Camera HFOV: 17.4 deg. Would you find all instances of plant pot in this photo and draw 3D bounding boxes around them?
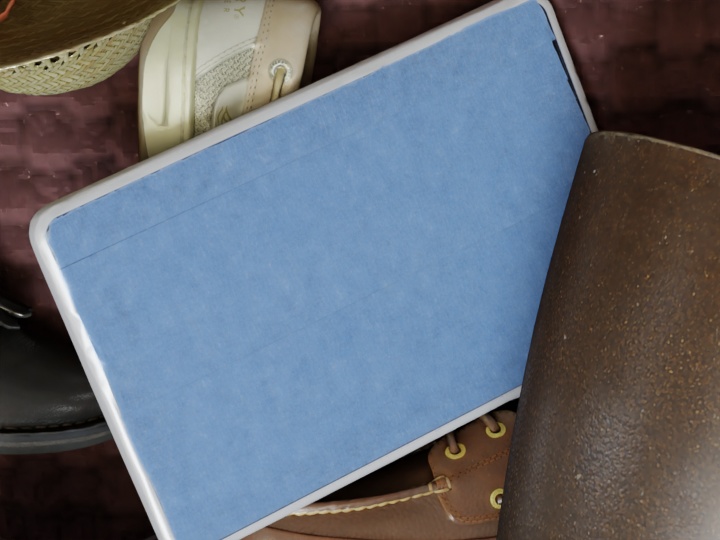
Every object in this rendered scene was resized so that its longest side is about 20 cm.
[{"bbox_3d":[0.117,0.084,0.748,0.187,0.187,0.200,24,88,-4],"label":"plant pot"}]

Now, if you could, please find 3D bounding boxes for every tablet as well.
[{"bbox_3d":[0.000,0.000,0.799,0.200,0.014,0.130,-26,103,-17],"label":"tablet"}]

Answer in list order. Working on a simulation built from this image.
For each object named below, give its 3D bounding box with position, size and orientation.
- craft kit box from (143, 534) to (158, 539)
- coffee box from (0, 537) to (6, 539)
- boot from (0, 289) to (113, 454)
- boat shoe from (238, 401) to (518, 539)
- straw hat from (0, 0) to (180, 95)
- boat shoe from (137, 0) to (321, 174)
[{"bbox_3d":[-0.102,0.219,0.893,0.197,0.049,0.200,-24,109,-15],"label":"craft kit box"},{"bbox_3d":[-0.084,0.184,0.825,0.200,0.080,0.114,31,89,-22],"label":"coffee box"},{"bbox_3d":[-0.152,-0.039,0.828,0.200,0.069,0.174,20,104,-10],"label":"boot"},{"bbox_3d":[0.044,0.079,0.843,0.200,0.072,0.068,-1,94,-13],"label":"boat shoe"},{"bbox_3d":[-0.102,-0.106,0.758,0.201,0.201,0.085,-4,140,7],"label":"straw hat"},{"bbox_3d":[-0.041,0.001,0.829,0.065,0.072,0.200,2,106,6],"label":"boat shoe"}]
